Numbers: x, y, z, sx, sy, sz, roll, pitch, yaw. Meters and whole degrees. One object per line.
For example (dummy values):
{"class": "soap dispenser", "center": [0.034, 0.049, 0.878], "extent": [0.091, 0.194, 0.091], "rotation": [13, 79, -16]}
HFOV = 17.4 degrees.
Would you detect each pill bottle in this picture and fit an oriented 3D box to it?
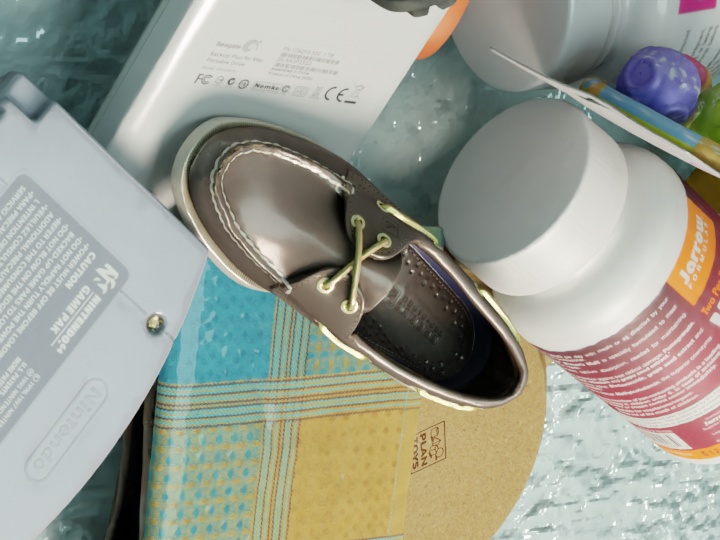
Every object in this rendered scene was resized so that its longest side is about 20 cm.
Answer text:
{"class": "pill bottle", "center": [0.133, 0.006, 1.156], "extent": [0.200, 0.109, 0.110], "rotation": [38, 84, -38]}
{"class": "pill bottle", "center": [0.145, -0.148, 1.165], "extent": [0.199, 0.113, 0.114], "rotation": [-13, 118, -36]}

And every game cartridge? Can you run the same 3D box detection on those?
{"class": "game cartridge", "center": [-0.157, 0.037, 0.961], "extent": [0.133, 0.041, 0.200], "rotation": [46, 72, -28]}

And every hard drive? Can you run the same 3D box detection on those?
{"class": "hard drive", "center": [-0.059, -0.058, 1.034], "extent": [0.131, 0.026, 0.200], "rotation": [4, 132, -41]}

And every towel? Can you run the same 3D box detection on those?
{"class": "towel", "center": [-0.034, 0.076, 1.081], "extent": [0.146, 0.022, 0.202], "rotation": [1, 101, -35]}

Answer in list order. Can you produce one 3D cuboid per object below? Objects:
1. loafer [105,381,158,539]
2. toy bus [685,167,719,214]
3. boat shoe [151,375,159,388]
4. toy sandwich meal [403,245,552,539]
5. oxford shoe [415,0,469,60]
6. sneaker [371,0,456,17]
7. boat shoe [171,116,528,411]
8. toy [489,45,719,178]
{"class": "loafer", "center": [-0.106, 0.133, 1.106], "extent": [0.063, 0.072, 0.202], "rotation": [14, 91, -36]}
{"class": "toy bus", "center": [0.221, -0.045, 1.246], "extent": [0.078, 0.065, 0.200], "rotation": [-15, 153, -34]}
{"class": "boat shoe", "center": [-0.179, 0.073, 1.016], "extent": [0.201, 0.074, 0.087], "rotation": [-8, 114, -35]}
{"class": "toy sandwich meal", "center": [0.016, 0.071, 1.185], "extent": [0.204, 0.070, 0.207], "rotation": [-18, 120, -34]}
{"class": "oxford shoe", "center": [0.035, -0.198, 1.080], "extent": [0.072, 0.071, 0.201], "rotation": [13, 100, -38]}
{"class": "sneaker", "center": [0.004, -0.197, 0.976], "extent": [0.066, 0.201, 0.091], "rotation": [-16, 144, 11]}
{"class": "boat shoe", "center": [0.000, 0.000, 1.033], "extent": [0.200, 0.059, 0.072], "rotation": [40, 81, -37]}
{"class": "toy", "center": [0.157, -0.071, 1.093], "extent": [0.200, 0.115, 0.047], "rotation": [24, 96, -56]}
